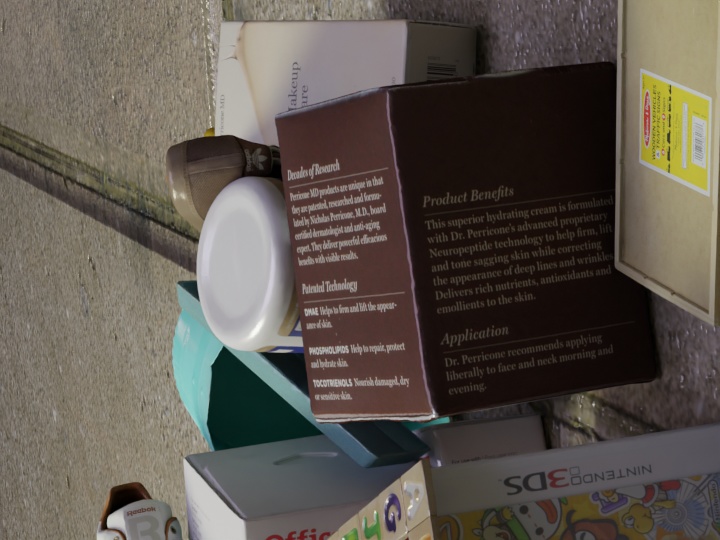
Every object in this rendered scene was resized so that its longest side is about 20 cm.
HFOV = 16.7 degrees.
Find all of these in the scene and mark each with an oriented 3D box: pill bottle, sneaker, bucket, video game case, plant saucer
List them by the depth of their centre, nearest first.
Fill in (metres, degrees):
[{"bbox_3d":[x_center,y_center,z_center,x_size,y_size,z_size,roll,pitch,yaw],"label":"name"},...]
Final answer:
[{"bbox_3d":[0.136,0.200,1.400,0.023,0.181,0.201,142,119,-84],"label":"video game case"},{"bbox_3d":[0.000,0.000,1.653,0.116,0.199,0.116,-9,79,56],"label":"pill bottle"},{"bbox_3d":[-0.042,0.069,1.655,0.200,0.070,0.019,41,112,27],"label":"plant saucer"},{"bbox_3d":[-0.150,0.211,1.678,0.200,0.073,0.085,-128,32,-62],"label":"sneaker"},{"bbox_3d":[-0.073,-0.050,1.724,0.200,0.075,0.071,24,-121,-75],"label":"sneaker"},{"bbox_3d":[-0.038,0.073,1.817,0.135,0.206,0.208,-145,50,-67],"label":"bucket"}]

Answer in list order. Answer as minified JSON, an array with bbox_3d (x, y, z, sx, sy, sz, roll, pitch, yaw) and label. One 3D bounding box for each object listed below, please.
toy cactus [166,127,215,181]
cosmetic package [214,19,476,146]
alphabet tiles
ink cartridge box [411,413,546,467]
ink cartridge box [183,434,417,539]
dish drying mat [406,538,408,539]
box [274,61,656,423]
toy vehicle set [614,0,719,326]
[{"bbox_3d":[-0.096,-0.025,2.115,0.200,0.102,0.165,49,153,43],"label":"toy cactus"},{"bbox_3d":[-0.013,-0.126,1.737,0.200,0.073,0.104,4,93,46],"label":"cosmetic package"},{"bbox_3d":[0.019,0.230,1.408,0.167,0.008,0.201,133,134,-58],"label":"alphabet tiles"},{"bbox_3d":[0.080,0.207,1.699,0.144,0.083,0.201,150,111,-69],"label":"ink cartridge box"},{"bbox_3d":[-0.029,0.228,1.667,0.146,0.146,0.201,-145,50,-67],"label":"ink cartridge box"},{"bbox_3d":[0.073,0.166,1.539,0.077,0.199,0.018,-133,25,-57],"label":"dish drying mat"},{"bbox_3d":[0.063,-0.015,1.521,0.164,0.165,0.201,-8,89,63],"label":"box"},{"bbox_3d":[0.185,-0.081,1.388,0.124,0.026,0.201,-142,47,-63],"label":"toy vehicle set"}]
